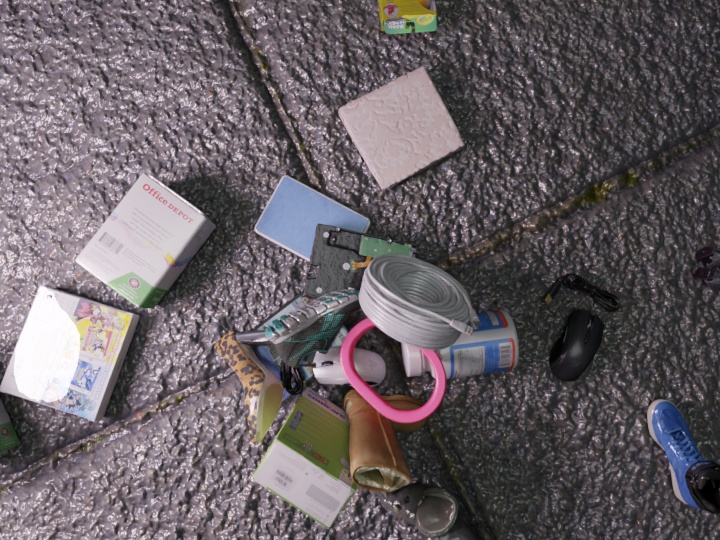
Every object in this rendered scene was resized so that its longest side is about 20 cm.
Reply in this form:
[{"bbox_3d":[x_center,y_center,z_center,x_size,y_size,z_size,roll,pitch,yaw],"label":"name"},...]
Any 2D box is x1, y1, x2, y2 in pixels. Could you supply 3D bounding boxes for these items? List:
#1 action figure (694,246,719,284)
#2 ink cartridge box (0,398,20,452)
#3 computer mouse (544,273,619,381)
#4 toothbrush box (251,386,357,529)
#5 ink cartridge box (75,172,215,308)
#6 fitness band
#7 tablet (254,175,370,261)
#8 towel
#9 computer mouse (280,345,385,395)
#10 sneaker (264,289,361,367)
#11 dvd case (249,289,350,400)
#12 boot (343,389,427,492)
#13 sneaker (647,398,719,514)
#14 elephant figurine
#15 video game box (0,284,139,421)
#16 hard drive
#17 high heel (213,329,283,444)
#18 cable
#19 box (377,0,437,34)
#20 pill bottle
[{"bbox_3d":[0.762,0.021,1.044,0.198,0.069,0.131,19,77,-3],"label":"action figure"},{"bbox_3d":[-0.696,0.237,0.905,0.087,0.145,0.202,-25,86,-4],"label":"ink cartridge box"},{"bbox_3d":[0.410,0.104,1.025,0.140,0.046,0.201,34,83,0],"label":"computer mouse"},{"bbox_3d":[-0.072,0.303,0.893,0.145,0.200,0.087,32,105,1],"label":"toothbrush box"},{"bbox_3d":[-0.388,-0.053,0.979,0.145,0.088,0.201,35,84,1],"label":"ink cartridge box"},{"bbox_3d":[0.056,0.167,0.912,0.200,0.037,0.144,40,87,19],"label":"fitness band"},{"bbox_3d":[-0.094,-0.087,1.042,0.199,0.014,0.131,28,82,2],"label":"tablet"},{"bbox_3d":[0.084,-0.285,1.067,0.199,0.032,0.192,-28,86,-5],"label":"towel"},{"bbox_3d":[-0.047,0.169,0.966,0.197,0.044,0.111,2,64,-10],"label":"computer mouse"},{"bbox_3d":[-0.067,0.100,0.939,0.198,0.077,0.092,-25,107,-20],"label":"sneaker"},{"bbox_3d":[-0.125,0.139,1.009,0.199,0.018,0.143,-37,85,-6],"label":"dvd case"},{"bbox_3d":[0.054,0.290,0.900,0.173,0.200,0.067,10,108,-12],"label":"boot"},{"bbox_3d":[0.605,0.339,0.973,0.076,0.111,0.202,-13,83,-4],"label":"sneaker"},{"bbox_3d":[0.125,0.436,0.937,0.154,0.142,0.202,-4,65,-32],"label":"elephant figurine"},{"bbox_3d":[-0.529,0.149,0.975,0.180,0.047,0.202,18,83,1],"label":"video game box"},{"bbox_3d":[0.000,0.000,1.012,0.198,0.038,0.141,11,83,-8],"label":"hard drive"},{"bbox_3d":[-0.208,0.201,0.931,0.141,0.071,0.202,-8,61,22],"label":"high heel"},{"bbox_3d":[0.095,0.049,0.915,0.198,0.201,0.070,16,120,-5],"label":"cable"},{"bbox_3d":[0.092,-0.578,1.097,0.116,0.048,0.203,-5,81,-4],"label":"box"},{"bbox_3d":[0.178,0.140,0.978,0.197,0.112,0.114,-6,83,-3],"label":"pill bottle"}]
